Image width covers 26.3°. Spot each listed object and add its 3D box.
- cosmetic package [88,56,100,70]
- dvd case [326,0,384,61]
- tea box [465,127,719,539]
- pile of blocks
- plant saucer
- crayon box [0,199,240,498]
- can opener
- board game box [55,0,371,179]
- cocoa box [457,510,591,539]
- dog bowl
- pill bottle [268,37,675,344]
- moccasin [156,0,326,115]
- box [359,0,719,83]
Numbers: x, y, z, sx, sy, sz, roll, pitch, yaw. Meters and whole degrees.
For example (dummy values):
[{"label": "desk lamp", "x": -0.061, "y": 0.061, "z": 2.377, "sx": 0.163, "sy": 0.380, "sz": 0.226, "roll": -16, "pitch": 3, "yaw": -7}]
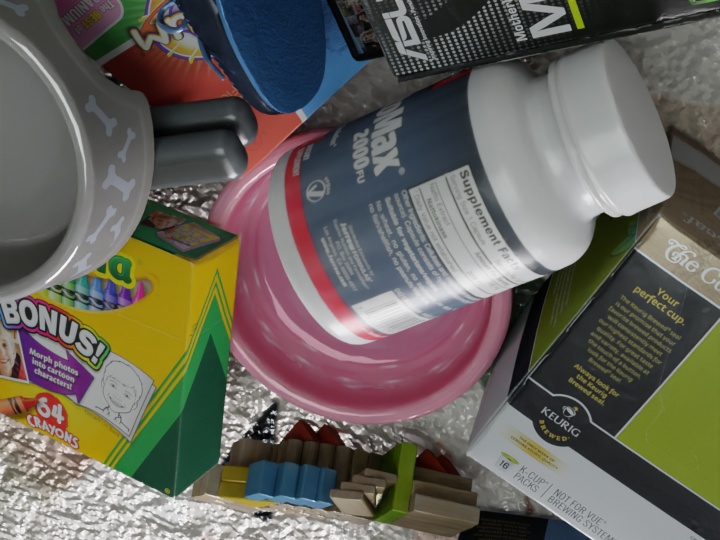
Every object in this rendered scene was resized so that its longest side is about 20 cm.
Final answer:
[{"label": "cosmetic package", "x": -0.216, "y": -0.164, "z": 0.938, "sx": 0.101, "sy": 0.074, "sz": 0.201, "roll": 8, "pitch": 119, "yaw": 10}, {"label": "dvd case", "x": 0.065, "y": -0.182, "z": 0.792, "sx": 0.199, "sy": 0.018, "sz": 0.143, "roll": -9, "pitch": 137, "yaw": 19}, {"label": "tea box", "x": 0.202, "y": 0.065, "z": 0.904, "sx": 0.199, "sy": 0.134, "sz": 0.197, "roll": 35, "pitch": 120, "yaw": -4}, {"label": "pile of blocks", "x": -0.016, "y": 0.131, "z": 1.030, "sx": 0.198, "sy": 0.063, "sz": 0.082, "roll": 5, "pitch": 159, "yaw": 10}, {"label": "plant saucer", "x": 0.000, "y": 0.000, "z": 0.974, "sx": 0.199, "sy": 0.051, "sz": 0.202, "roll": 6, "pitch": 116, "yaw": 13}, {"label": "crayon box", "x": -0.180, "y": 0.029, "z": 1.001, "sx": 0.199, "sy": 0.058, "sz": 0.174, "roll": 21, "pitch": 122, "yaw": 24}, {"label": "can opener", "x": -0.150, "y": -0.061, "z": 0.902, "sx": 0.199, "sy": 0.053, "sz": 0.067, "roll": -9, "pitch": 138, "yaw": 24}, {"label": "board game box", "x": -0.089, "y": -0.166, "z": 0.869, "sx": 0.153, "sy": 0.040, "sz": 0.200, "roll": -40, "pitch": 118, "yaw": 22}, {"label": "cocoa box", "x": 0.153, "y": 0.256, "z": 1.012, "sx": 0.198, "sy": 0.131, "sz": 0.134, "roll": 5, "pitch": 117, "yaw": 12}, {"label": "dog bowl", "x": -0.215, "y": -0.072, "z": 0.848, "sx": 0.199, "sy": 0.059, "sz": 0.201, "roll": 7, "pitch": 116, "yaw": 16}, {"label": "pill bottle", "x": 0.061, "y": -0.046, "z": 0.836, "sx": 0.199, "sy": 0.120, "sz": 0.120, "roll": -22, "pitch": 108, "yaw": 24}, {"label": "moccasin", "x": -0.079, "y": -0.175, "z": 0.799, "sx": 0.068, "sy": 0.080, "sz": 0.201, "roll": -1, "pitch": 117, "yaw": 47}, {"label": "box", "x": 0.075, "y": -0.191, "z": 0.730, "sx": 0.192, "sy": 0.048, "sz": 0.201, "roll": -10, "pitch": 136, "yaw": 18}]
